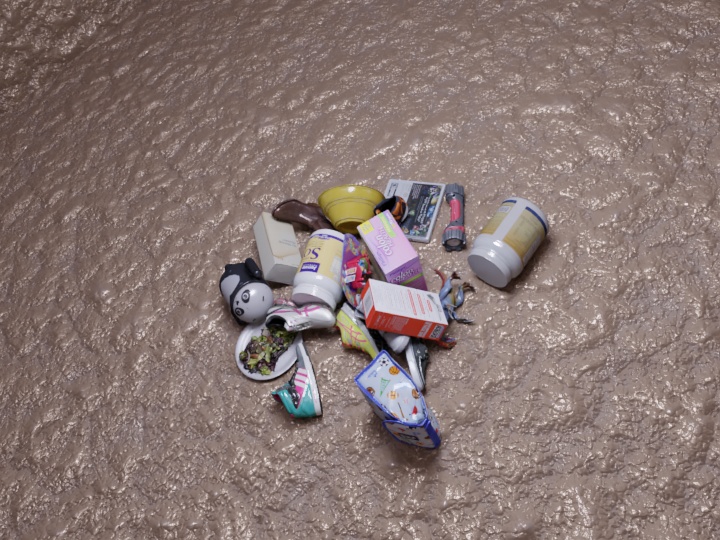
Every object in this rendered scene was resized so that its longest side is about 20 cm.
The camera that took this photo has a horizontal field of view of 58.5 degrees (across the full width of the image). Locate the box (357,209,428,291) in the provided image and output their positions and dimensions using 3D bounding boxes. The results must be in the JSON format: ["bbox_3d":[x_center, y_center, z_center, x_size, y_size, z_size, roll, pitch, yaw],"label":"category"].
[{"bbox_3d":[0.089,-0.020,1.680,0.095,0.201,0.177,-28,53,-2],"label":"box"}]

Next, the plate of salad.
[{"bbox_3d":[-0.252,0.198,1.742,0.196,0.048,0.204,-8,56,12],"label":"plate of salad"}]

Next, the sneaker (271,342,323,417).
[{"bbox_3d":[-0.172,0.288,1.639,0.118,0.084,0.203,-15,55,-4],"label":"sneaker"}]

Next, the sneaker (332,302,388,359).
[{"bbox_3d":[-0.002,0.178,1.665,0.091,0.078,0.200,-47,53,8],"label":"sneaker"}]

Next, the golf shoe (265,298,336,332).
[{"bbox_3d":[-0.157,0.134,1.694,0.196,0.074,0.093,4,44,23],"label":"golf shoe"}]

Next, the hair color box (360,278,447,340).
[{"bbox_3d":[0.105,0.097,1.569,0.196,0.065,0.112,12,38,-20],"label":"hair color box"}]

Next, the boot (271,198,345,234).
[{"bbox_3d":[-0.139,-0.126,1.864,0.184,0.065,0.200,-9,45,-39],"label":"boot"}]

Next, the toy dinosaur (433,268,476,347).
[{"bbox_3d":[0.228,0.104,1.655,0.183,0.104,0.199,-57,24,-9],"label":"toy dinosaur"}]

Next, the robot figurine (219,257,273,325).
[{"bbox_3d":[-0.323,0.057,1.797,0.124,0.152,0.200,-31,45,-14],"label":"robot figurine"}]

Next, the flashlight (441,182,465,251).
[{"bbox_3d":[0.259,-0.154,1.796,0.066,0.068,0.204,-3,58,10],"label":"flashlight"}]

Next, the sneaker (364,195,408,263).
[{"bbox_3d":[0.055,-0.122,1.788,0.077,0.112,0.203,26,89,24],"label":"sneaker"}]

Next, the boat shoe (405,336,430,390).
[{"bbox_3d":[0.143,0.201,1.601,0.055,0.069,0.203,-14,52,7],"label":"boat shoe"}]

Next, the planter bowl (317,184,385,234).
[{"bbox_3d":[-0.024,-0.158,1.818,0.196,0.201,0.085,-6,69,14],"label":"planter bowl"}]

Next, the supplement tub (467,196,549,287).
[{"bbox_3d":[0.378,-0.072,1.656,0.143,0.145,0.201,29,70,31],"label":"supplement tub"}]

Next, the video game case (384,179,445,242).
[{"bbox_3d":[0.141,-0.177,1.878,0.178,0.023,0.203,8,60,23],"label":"video game case"}]

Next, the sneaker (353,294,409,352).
[{"bbox_3d":[0.049,0.127,1.616,0.076,0.113,0.201,-56,26,18],"label":"sneaker"}]

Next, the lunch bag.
[{"bbox_3d":[0.095,0.314,1.476,0.124,0.171,0.199,-43,56,-10],"label":"lunch bag"}]

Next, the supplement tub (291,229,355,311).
[{"bbox_3d":[-0.101,0.007,1.757,0.142,0.146,0.203,6,59,21],"label":"supplement tub"}]

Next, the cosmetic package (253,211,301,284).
[{"bbox_3d":[-0.239,-0.065,1.866,0.073,0.102,0.202,-49,45,33],"label":"cosmetic package"}]

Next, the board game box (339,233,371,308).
[{"bbox_3d":[0.000,0.000,1.719,0.038,0.158,0.203,-10,54,23],"label":"board game box"}]
